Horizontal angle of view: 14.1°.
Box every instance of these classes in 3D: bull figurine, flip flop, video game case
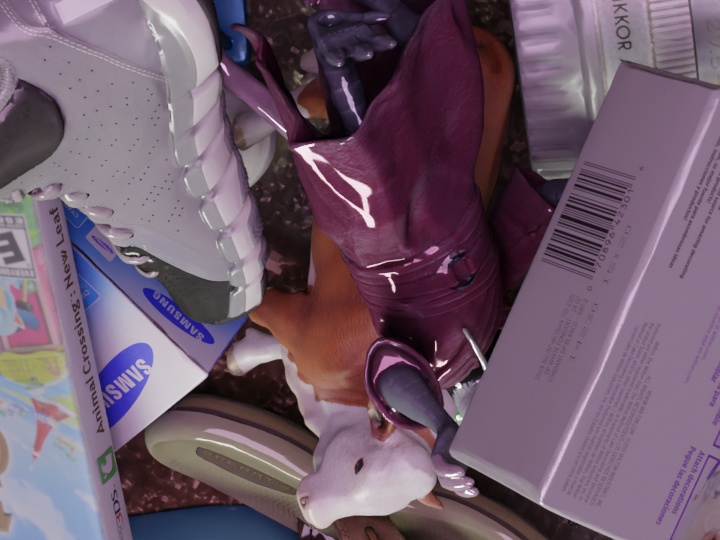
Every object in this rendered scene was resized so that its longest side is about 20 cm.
[{"bbox_3d":[0.000,0.000,1.118,0.121,0.065,0.201,12,80,34],"label":"bull figurine"},{"bbox_3d":[0.000,0.112,1.176,0.199,0.081,0.058,25,62,-1],"label":"flip flop"},{"bbox_3d":[-0.186,0.034,1.116,0.199,0.022,0.183,5,118,29],"label":"video game case"}]

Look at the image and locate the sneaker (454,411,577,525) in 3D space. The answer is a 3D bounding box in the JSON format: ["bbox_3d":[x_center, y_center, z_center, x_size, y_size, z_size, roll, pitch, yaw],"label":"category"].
[{"bbox_3d":[0.076,0.068,1.172,0.199,0.078,0.086,7,117,7],"label":"sneaker"}]

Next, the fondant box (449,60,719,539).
[{"bbox_3d":[0.143,0.036,0.985,0.199,0.058,0.145,25,88,-34],"label":"fondant box"}]

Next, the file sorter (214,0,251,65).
[{"bbox_3d":[-0.149,-0.144,1.088,0.199,0.123,0.140,-4,88,2],"label":"file sorter"}]

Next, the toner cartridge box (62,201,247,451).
[{"bbox_3d":[-0.141,0.044,1.143,0.095,0.043,0.200,43,130,-9],"label":"toner cartridge box"}]

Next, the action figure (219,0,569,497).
[{"bbox_3d":[0.012,-0.010,1.016,0.148,0.134,0.201,14,136,40],"label":"action figure"}]

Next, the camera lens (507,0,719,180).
[{"bbox_3d":[0.152,-0.120,1.081,0.199,0.160,0.161,-8,103,4],"label":"camera lens"}]

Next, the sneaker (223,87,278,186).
[{"bbox_3d":[-0.131,-0.037,1.149,0.199,0.085,0.073,-9,102,2],"label":"sneaker"}]

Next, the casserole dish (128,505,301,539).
[{"bbox_3d":[-0.101,0.168,1.221,0.199,0.039,0.122,-8,104,3],"label":"casserole dish"}]

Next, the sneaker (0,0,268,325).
[{"bbox_3d":[-0.102,-0.036,1.001,0.115,0.075,0.200,-25,142,-12],"label":"sneaker"}]
